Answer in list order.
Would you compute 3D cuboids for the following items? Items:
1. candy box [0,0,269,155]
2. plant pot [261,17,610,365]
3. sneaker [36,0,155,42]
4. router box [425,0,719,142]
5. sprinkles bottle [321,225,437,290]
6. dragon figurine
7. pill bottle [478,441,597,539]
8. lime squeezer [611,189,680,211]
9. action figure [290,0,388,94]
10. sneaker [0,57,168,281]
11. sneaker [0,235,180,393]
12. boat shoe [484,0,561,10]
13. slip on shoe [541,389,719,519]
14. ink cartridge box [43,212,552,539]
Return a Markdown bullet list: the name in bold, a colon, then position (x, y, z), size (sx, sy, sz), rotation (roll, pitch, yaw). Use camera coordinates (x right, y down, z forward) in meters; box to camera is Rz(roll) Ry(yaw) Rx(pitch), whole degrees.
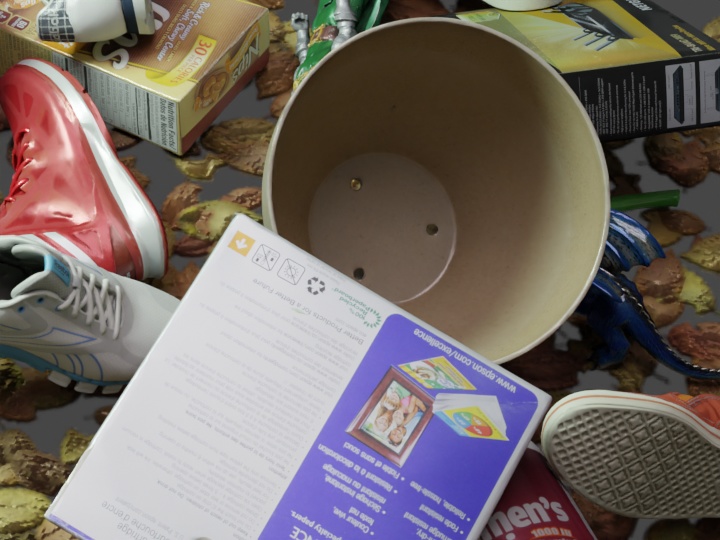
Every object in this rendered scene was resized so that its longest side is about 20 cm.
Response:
- **candy box**: position (-0.177, -0.166, 1.583), size (0.200, 0.055, 0.115), rotation (23, 50, 20)
- **plant pot**: position (0.030, -0.033, 1.323), size (0.200, 0.134, 0.201), rotation (2, 81, -14)
- **sneaker**: position (-0.195, -0.233, 1.562), size (0.080, 0.077, 0.200), rotation (-14, 45, -3)
- **router box**: position (0.141, -0.135, 1.512), size (0.157, 0.052, 0.200), rotation (-9, 20, -11)
- **sprinkles bottle**: position (0.000, 0.000, 1.424), size (0.200, 0.068, 0.068), rotation (-35, 56, -29)
- **dragon figurine**: position (0.148, 0.004, 1.403), size (0.200, 0.100, 0.059), rotation (32, 53, 21)
- **pill bottle**: position (0.072, 0.157, 1.248), size (0.109, 0.110, 0.200), rotation (-17, 50, -17)
- **lime squeezer**: position (0.110, -0.054, 1.501), size (0.199, 0.038, 0.071), rotation (10, 47, 8)
- **action figure**: position (-0.014, -0.175, 1.578), size (0.055, 0.118, 0.200), rotation (28, 56, -19)
- **sneaker**: position (-0.216, -0.056, 1.463), size (0.115, 0.078, 0.200), rotation (-22, 50, -23)
- **sneaker**: position (-0.182, 0.020, 1.349), size (0.200, 0.087, 0.075), rotation (10, 62, -27)
- **boat shoe**: position (0.079, -0.244, 1.631), size (0.072, 0.061, 0.201), rotation (-19, 31, -27)
- **slip on shoe**: position (0.175, 0.100, 1.296), size (0.200, 0.074, 0.061), rotation (11, 27, -38)
- **ink cartridge box**: position (-0.032, 0.100, 1.172), size (0.198, 0.043, 0.200), rotation (31, 64, 2)
